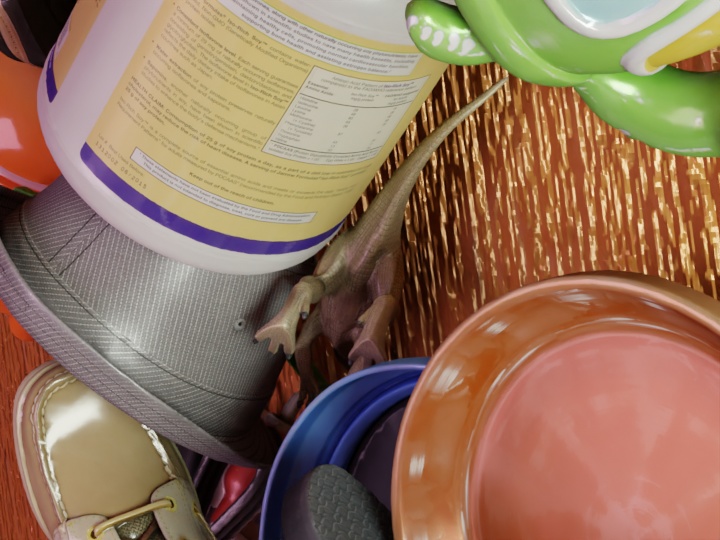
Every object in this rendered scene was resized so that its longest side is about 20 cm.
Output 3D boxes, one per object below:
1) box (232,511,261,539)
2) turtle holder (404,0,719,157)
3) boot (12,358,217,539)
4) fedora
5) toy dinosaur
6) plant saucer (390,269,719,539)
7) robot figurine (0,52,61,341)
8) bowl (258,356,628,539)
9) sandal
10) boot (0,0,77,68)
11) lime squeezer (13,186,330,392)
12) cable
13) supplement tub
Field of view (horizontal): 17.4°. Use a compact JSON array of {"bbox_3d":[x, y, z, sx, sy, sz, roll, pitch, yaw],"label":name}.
[{"bbox_3d":[-0.077,0.203,1.273,0.156,0.041,0.201,31,124,55],"label":"box"},{"bbox_3d":[0.089,-0.118,0.749,0.131,0.141,0.186,-5,91,35],"label":"turtle holder"},{"bbox_3d":[-0.082,0.133,0.996,0.155,0.072,0.201,-170,58,-75],"label":"boot"},{"bbox_3d":[-0.080,0.001,1.059,0.090,0.200,0.177,-47,56,11],"label":"fedora"},{"bbox_3d":[0.000,0.000,1.011,0.200,0.058,0.101,110,-176,-48],"label":"toy dinosaur"},{"bbox_3d":[0.098,0.098,0.850,0.200,0.032,0.201,9,105,38],"label":"plant saucer"},{"bbox_3d":[-0.165,-0.052,1.282,0.200,0.116,0.144,108,153,-44],"label":"robot figurine"},{"bbox_3d":[0.044,0.131,0.950,0.200,0.039,0.202,10,106,38],"label":"bowl"},{"bbox_3d":[0.013,0.172,0.905,0.043,0.076,0.201,-28,82,24],"label":"sandal"},{"bbox_3d":[-0.184,-0.141,1.173,0.200,0.138,0.078,-66,-39,-62],"label":"boot"},{"bbox_3d":[-0.081,0.003,1.198,0.200,0.071,0.038,33,93,19],"label":"lime squeezer"},{"bbox_3d":[-0.079,0.145,1.166,0.097,0.050,0.201,6,76,54],"label":"cable"},{"bbox_3d":[-0.031,-0.112,0.951,0.200,0.145,0.146,-55,50,37],"label":"supplement tub"}]
